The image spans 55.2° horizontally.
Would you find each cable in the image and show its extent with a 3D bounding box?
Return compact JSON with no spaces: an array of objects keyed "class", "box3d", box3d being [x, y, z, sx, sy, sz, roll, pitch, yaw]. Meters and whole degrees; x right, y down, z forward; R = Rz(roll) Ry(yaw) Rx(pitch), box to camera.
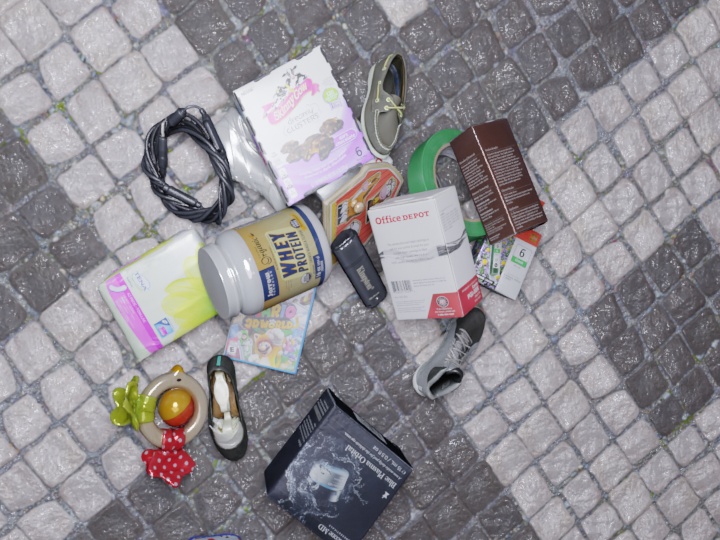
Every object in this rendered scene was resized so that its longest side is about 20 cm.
[{"class":"cable","box3d":[-0.294,-0.166,1.177,0.160,0.051,0.205,-22,97,19]}]

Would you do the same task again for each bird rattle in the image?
[{"class":"bird rattle","box3d":[-0.336,0.262,1.204,0.162,0.112,0.202,-41,104,-23]}]

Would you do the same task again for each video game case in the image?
[{"class":"video game case","box3d":[-0.161,0.075,1.263,0.139,0.018,0.206,14,91,-11]}]

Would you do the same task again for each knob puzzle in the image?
[{"class":"knob puzzle","box3d":[0.014,-0.105,1.211,0.030,0.220,0.221,36,85,24]}]

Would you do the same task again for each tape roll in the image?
[{"class":"tape roll","box3d":[0.176,-0.153,1.254,0.196,0.048,0.207,12,69,-31]}]

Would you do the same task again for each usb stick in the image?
[{"class":"usb stick","box3d":[0.000,0.000,1.224,0.055,0.032,0.201,-43,142,-11]}]

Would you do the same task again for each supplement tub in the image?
[{"class":"supplement tub","box3d":[-0.160,-0.013,1.156,0.196,0.143,0.148,-24,99,-27]}]

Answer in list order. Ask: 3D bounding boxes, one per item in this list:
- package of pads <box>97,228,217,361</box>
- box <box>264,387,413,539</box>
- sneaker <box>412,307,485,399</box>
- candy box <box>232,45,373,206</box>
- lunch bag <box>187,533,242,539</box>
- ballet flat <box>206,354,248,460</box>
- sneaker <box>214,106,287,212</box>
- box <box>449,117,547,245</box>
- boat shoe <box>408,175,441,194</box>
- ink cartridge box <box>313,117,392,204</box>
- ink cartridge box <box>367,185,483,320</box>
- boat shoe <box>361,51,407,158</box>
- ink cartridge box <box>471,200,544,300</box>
[{"class":"package of pads","box3d":[-0.337,0.036,1.200,0.197,0.068,0.157,-30,100,-9]},{"class":"box","box3d":[-0.042,0.366,1.258,0.195,0.117,0.202,39,87,-11]},{"class":"sneaker","box3d":[0.184,0.163,1.289,0.074,0.115,0.202,37,87,-11]},{"class":"candy box","box3d":[-0.096,-0.236,1.142,0.165,0.071,0.204,-29,98,-7]},{"class":"lunch bag","box3d":[-0.286,0.560,1.196,0.197,0.170,0.126,-31,104,-6]},{"class":"ballet flat","box3d":[-0.244,0.253,1.225,0.066,0.068,0.207,-10,101,-6]},{"class":"sneaker","box3d":[-0.201,-0.178,1.217,0.098,0.078,0.203,-33,92,1]},{"class":"box","box3d":[0.246,-0.160,1.230,0.098,0.074,0.205,-18,87,-36]},{"class":"boat shoe","box3d":[0.132,-0.086,1.273,0.072,0.093,0.207,-4,95,-11]},{"class":"ink cartridge box","box3d":[-0.059,-0.213,1.230,0.145,0.085,0.200,-45,99,-5]},{"class":"ink cartridge box","box3d":[0.110,-0.028,1.171,0.082,0.144,0.206,-30,109,-47]},{"class":"boat shoe","box3d":[0.047,-0.295,1.212,0.071,0.060,0.207,22,59,-32]},{"class":"ink cartridge box","box3d":[0.285,-0.059,1.327,0.107,0.050,0.205,23,90,-12]}]
